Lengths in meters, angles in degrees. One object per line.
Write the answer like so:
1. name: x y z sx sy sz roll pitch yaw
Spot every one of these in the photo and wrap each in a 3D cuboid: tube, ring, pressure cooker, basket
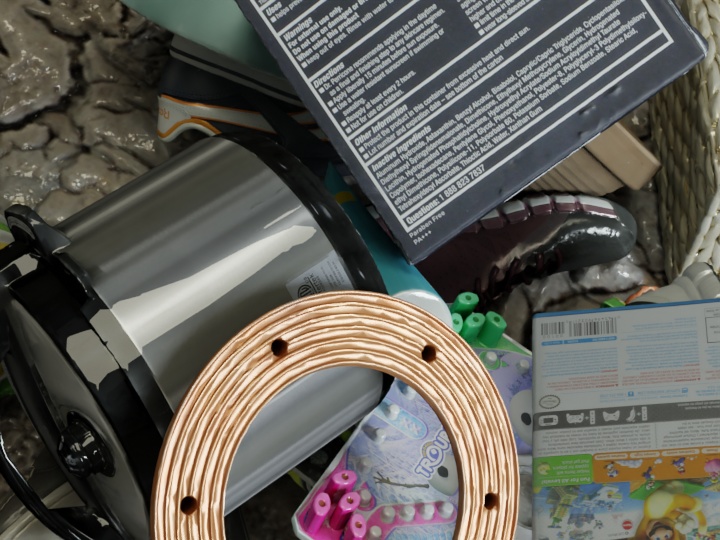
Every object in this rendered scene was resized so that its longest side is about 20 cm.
1. tube: 0.000 0.000 0.927 0.050 0.078 0.200 14 15 -21
2. ring: -0.009 0.110 0.740 0.199 0.019 0.203 0 90 -30
3. pressure cooker: -0.102 0.042 0.794 0.199 0.179 0.176 -34 69 -24
4. basket: 0.274 -0.083 1.058 0.122 0.136 0.201 4 54 -4

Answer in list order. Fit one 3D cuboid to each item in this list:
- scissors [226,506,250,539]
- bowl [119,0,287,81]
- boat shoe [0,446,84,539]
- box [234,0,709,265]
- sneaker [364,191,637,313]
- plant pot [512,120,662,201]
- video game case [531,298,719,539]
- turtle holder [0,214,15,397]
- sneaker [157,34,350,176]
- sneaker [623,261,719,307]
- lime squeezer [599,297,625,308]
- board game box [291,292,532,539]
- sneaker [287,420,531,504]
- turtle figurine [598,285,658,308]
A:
1. scissors: -0.053 0.202 0.876 0.072 0.014 0.201 4 53 -3
2. bowl: -0.059 -0.201 1.040 0.199 0.106 0.201 23 15 -6
3. boat shoe: -0.147 0.110 0.897 0.057 0.067 0.199 31 50 32
4. box: 0.059 -0.143 0.886 0.199 0.123 0.199 -34 89 9
5. sneaker: 0.084 0.017 1.000 0.198 0.076 0.116 -3 60 1
6. plant pot: 0.102 -0.109 1.046 0.093 0.201 0.201 -45 66 10
7. video game case: 0.160 0.104 0.808 0.142 0.018 0.201 -5 53 13
8. turtle holder: -0.246 0.024 0.889 0.186 0.132 0.141 47 54 9
9. sneaker: -0.044 -0.094 1.052 0.198 0.080 0.078 18 9 -15
10. sneaker: 0.197 0.091 0.864 0.079 0.074 0.201 -21 51 0
11. lime squeezer: 0.228 0.080 0.918 0.070 0.038 0.201 -3 47 -42
12. board game box: 0.092 0.125 0.849 0.199 0.026 0.200 34 47 6
13. sneaker: 0.018 0.132 0.894 0.199 0.077 0.076 32 53 10
14. turtle figurine: 0.168 0.089 0.959 0.160 0.065 0.201 -7 56 -15
